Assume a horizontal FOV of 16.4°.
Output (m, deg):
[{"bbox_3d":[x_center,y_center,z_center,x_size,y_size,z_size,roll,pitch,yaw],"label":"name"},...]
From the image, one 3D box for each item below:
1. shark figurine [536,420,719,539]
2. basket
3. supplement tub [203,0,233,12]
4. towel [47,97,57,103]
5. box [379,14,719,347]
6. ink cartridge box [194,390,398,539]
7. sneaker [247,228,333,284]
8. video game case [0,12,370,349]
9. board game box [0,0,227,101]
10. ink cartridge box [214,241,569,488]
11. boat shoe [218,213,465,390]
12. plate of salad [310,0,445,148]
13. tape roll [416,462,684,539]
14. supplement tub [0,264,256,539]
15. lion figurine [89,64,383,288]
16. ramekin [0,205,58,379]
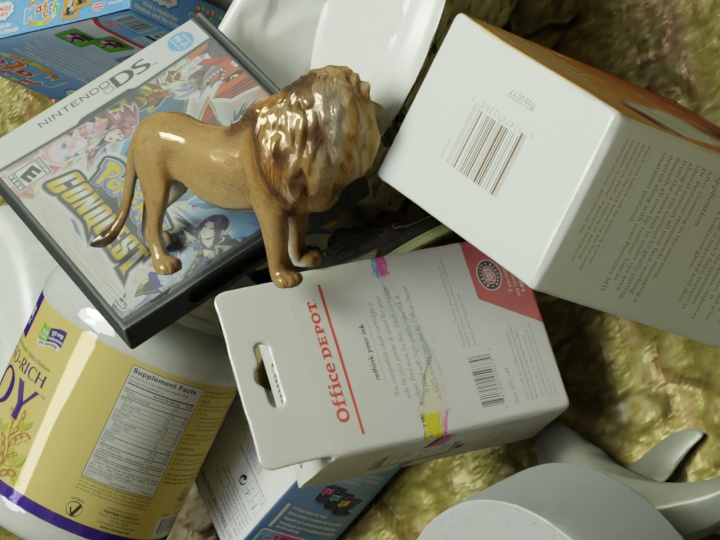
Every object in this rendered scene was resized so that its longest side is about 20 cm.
[{"bbox_3d":[0.173,0.123,1.435,0.214,0.089,0.129,-20,65,42],"label":"shark figurine"},{"bbox_3d":[-0.001,-0.153,1.673,0.136,0.123,0.200,42,108,44],"label":"basket"},{"bbox_3d":[-0.080,-0.284,1.777,0.144,0.144,0.201,-9,68,44],"label":"supplement tub"},{"bbox_3d":[-0.160,-0.160,1.911,0.200,0.022,0.145,36,101,44],"label":"towel"},{"bbox_3d":[0.142,-0.047,1.426,0.152,0.200,0.107,37,105,45],"label":"box"},{"bbox_3d":[-0.027,0.084,1.656,0.200,0.076,0.137,-50,46,25],"label":"ink cartridge box"},{"bbox_3d":[-0.090,-0.025,1.755,0.200,0.076,0.077,2,83,44],"label":"sneaker"},{"bbox_3d":[-0.122,-0.062,1.583,0.181,0.026,0.200,-33,51,-14],"label":"video game case"},{"bbox_3d":[-0.181,-0.163,1.811,0.200,0.151,0.037,-8,69,40],"label":"board game box"},{"bbox_3d":[0.010,0.057,1.489,0.068,0.200,0.117,132,124,-62],"label":"ink cartridge box"},{"bbox_3d":[0.000,0.001,1.584,0.066,0.201,0.072,45,154,28],"label":"boat shoe"},{"bbox_3d":[0.021,-0.153,1.509,0.200,0.048,0.200,-50,31,44],"label":"plate of salad"},{"bbox_3d":[0.115,0.214,1.414,0.200,0.066,0.201,21,120,42],"label":"tape roll"},{"bbox_3d":[-0.160,0.079,1.636,0.145,0.145,0.200,35,103,46],"label":"supplement tub"},{"bbox_3d":[-0.079,-0.060,1.455,0.199,0.072,0.123,3,110,24],"label":"lion figurine"},{"bbox_3d":[-0.232,0.044,1.820,0.200,0.097,0.201,2,92,61],"label":"ramekin"}]
